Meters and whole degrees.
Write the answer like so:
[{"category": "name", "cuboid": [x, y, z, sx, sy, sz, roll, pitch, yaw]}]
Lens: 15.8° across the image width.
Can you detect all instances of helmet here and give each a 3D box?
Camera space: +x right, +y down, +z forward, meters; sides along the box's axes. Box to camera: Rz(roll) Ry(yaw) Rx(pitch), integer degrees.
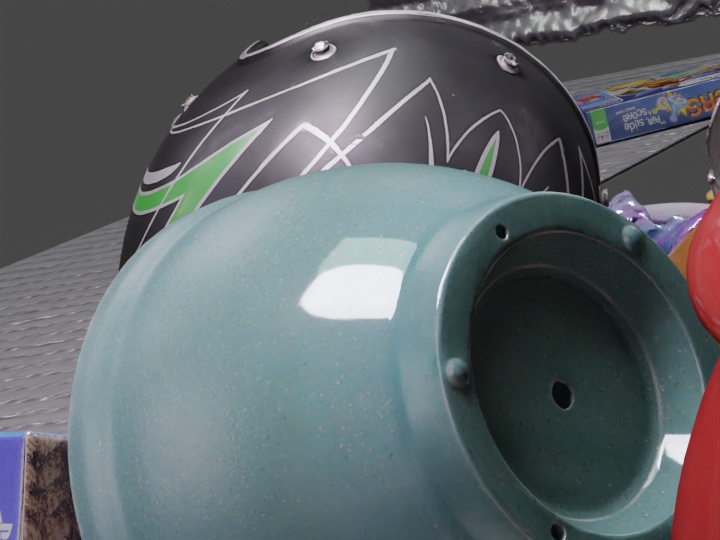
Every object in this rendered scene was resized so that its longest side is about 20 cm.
[{"category": "helmet", "cuboid": [0.000, 0.000, 1.013, 0.200, 0.200, 0.191, -16, 7, -16]}]

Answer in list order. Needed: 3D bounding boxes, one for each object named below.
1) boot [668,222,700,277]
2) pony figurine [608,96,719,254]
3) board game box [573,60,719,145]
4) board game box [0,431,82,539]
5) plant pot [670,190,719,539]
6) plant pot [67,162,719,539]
[{"category": "boot", "cuboid": [0.178, 0.029, 0.818, 0.188, 0.068, 0.200, -42, 31, 35]}, {"category": "pony figurine", "cuboid": [0.174, 0.001, 1.012, 0.166, 0.193, 0.200, -33, 12, -38]}, {"category": "board game box", "cuboid": [0.297, -0.162, 2.415, 0.200, 0.035, 0.135, -14, 9, -2]}, {"category": "board game box", "cuboid": [-0.118, 0.112, 0.919, 0.200, 0.097, 0.159, -5, -10, 44]}, {"category": "plant pot", "cuboid": [0.165, 0.056, 0.599, 0.200, 0.183, 0.200, -7, 18, 2]}, {"category": "plant pot", "cuboid": [0.029, 0.050, 0.807, 0.200, 0.200, 0.134, -21, -3, -43]}]
